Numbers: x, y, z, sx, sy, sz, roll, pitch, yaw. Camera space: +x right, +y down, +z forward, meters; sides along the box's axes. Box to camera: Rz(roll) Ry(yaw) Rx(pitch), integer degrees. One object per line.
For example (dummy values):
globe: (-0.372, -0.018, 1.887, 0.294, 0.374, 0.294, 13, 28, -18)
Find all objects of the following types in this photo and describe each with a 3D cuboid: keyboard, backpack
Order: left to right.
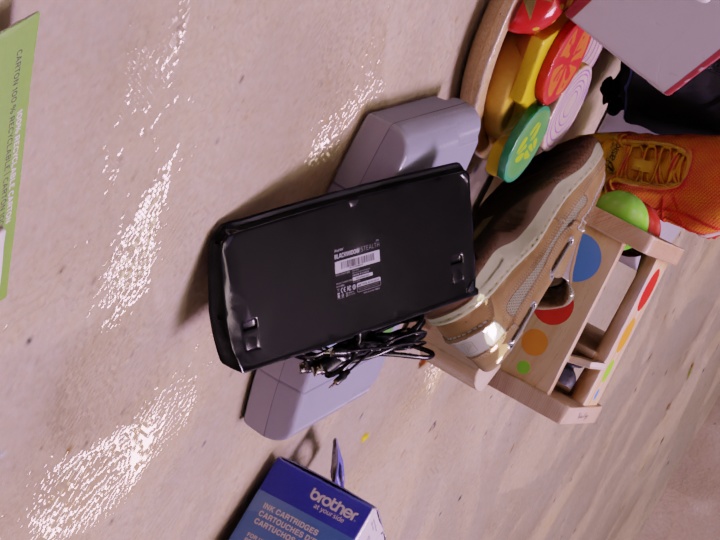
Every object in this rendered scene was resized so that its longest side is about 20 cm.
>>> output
keyboard: (-0.014, 0.007, 1.087, 0.200, 0.040, 0.104, -15, 107, -46)
backpack: (0.262, -0.196, 1.453, 0.183, 0.134, 0.200, 70, 43, -77)

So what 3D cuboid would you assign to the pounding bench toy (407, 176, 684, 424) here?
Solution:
pounding bench toy: (0.121, 0.005, 1.386, 0.156, 0.124, 0.200, -63, 163, 5)

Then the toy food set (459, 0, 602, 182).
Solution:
toy food set: (0.125, -0.151, 1.278, 0.200, 0.049, 0.198, -40, 154, -51)

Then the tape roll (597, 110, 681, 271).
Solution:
tape roll: (0.246, -0.102, 1.684, 0.200, 0.066, 0.200, -53, 161, -28)

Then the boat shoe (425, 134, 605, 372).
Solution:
boat shoe: (0.106, -0.008, 1.294, 0.072, 0.076, 0.200, -22, -161, 48)

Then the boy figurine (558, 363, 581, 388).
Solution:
boy figurine: (0.160, 0.027, 1.645, 0.124, 0.064, 0.200, -52, 164, -20)

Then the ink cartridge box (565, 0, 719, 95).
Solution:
ink cartridge box: (0.220, -0.218, 1.175, 0.200, 0.083, 0.147, -56, -173, -26)

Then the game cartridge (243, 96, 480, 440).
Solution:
game cartridge: (0.000, 0.000, 1.180, 0.133, 0.040, 0.200, -19, 135, -61)

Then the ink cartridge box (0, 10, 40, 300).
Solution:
ink cartridge box: (-0.152, 0.022, 0.694, 0.200, 0.076, 0.148, -42, 155, -44)

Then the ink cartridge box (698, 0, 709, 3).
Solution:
ink cartridge box: (0.125, -0.234, 0.981, 0.084, 0.145, 0.200, -55, 162, -15)

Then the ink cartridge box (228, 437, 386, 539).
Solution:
ink cartridge box: (-0.047, 0.206, 1.294, 0.200, 0.076, 0.137, -57, 164, -16)

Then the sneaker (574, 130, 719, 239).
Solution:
sneaker: (0.210, -0.064, 1.453, 0.200, 0.077, 0.073, 3, -100, 64)
